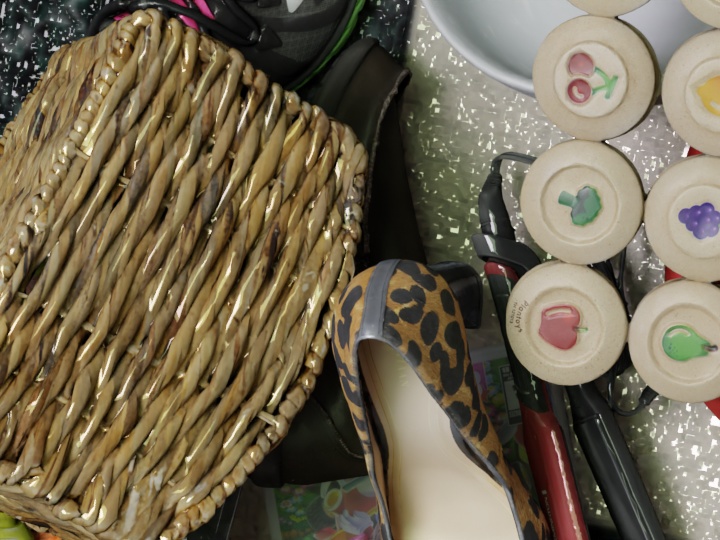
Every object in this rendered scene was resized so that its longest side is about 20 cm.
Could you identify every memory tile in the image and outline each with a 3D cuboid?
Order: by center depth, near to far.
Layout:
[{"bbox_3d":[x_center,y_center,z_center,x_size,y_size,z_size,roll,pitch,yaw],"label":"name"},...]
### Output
[{"bbox_3d":[0.137,-0.045,1.164,0.153,0.017,0.201,9,103,14],"label":"memory tile"}]

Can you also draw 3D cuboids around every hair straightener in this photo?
[{"bbox_3d":[0.098,0.042,1.267,0.077,0.041,0.201,-14,79,-16],"label":"hair straightener"}]

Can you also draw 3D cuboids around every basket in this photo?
[{"bbox_3d":[-0.094,0.012,1.227,0.142,0.149,0.201,30,78,-16],"label":"basket"}]

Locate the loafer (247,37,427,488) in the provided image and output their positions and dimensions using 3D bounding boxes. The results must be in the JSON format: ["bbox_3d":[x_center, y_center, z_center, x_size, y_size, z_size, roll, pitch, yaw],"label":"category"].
[{"bbox_3d":[0.000,0.000,1.295,0.071,0.073,0.201,10,83,3],"label":"loafer"}]

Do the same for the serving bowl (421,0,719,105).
[{"bbox_3d":[0.121,-0.152,1.243,0.199,0.066,0.201,-13,63,25],"label":"serving bowl"}]

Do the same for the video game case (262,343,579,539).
[{"bbox_3d":[0.033,0.140,1.298,0.143,0.018,0.201,-13,82,21],"label":"video game case"}]

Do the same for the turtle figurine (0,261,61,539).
[{"bbox_3d":[-0.157,0.069,1.359,0.199,0.064,0.162,2,102,11],"label":"turtle figurine"}]

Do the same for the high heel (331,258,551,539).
[{"bbox_3d":[0.027,0.095,1.192,0.071,0.143,0.201,-7,90,16],"label":"high heel"}]

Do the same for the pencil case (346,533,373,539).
[{"bbox_3d":[0.005,0.212,1.243,0.087,0.087,0.201,-25,83,20],"label":"pencil case"}]

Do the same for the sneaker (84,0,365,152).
[{"bbox_3d":[-0.070,-0.099,1.324,0.077,0.084,0.200,45,104,19],"label":"sneaker"}]

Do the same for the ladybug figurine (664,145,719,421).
[{"bbox_3d":[0.187,-0.019,1.214,0.135,0.072,0.201,15,92,23],"label":"ladybug figurine"}]

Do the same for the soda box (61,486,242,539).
[{"bbox_3d":[-0.107,0.163,1.301,0.063,0.071,0.201,12,104,-11],"label":"soda box"}]
